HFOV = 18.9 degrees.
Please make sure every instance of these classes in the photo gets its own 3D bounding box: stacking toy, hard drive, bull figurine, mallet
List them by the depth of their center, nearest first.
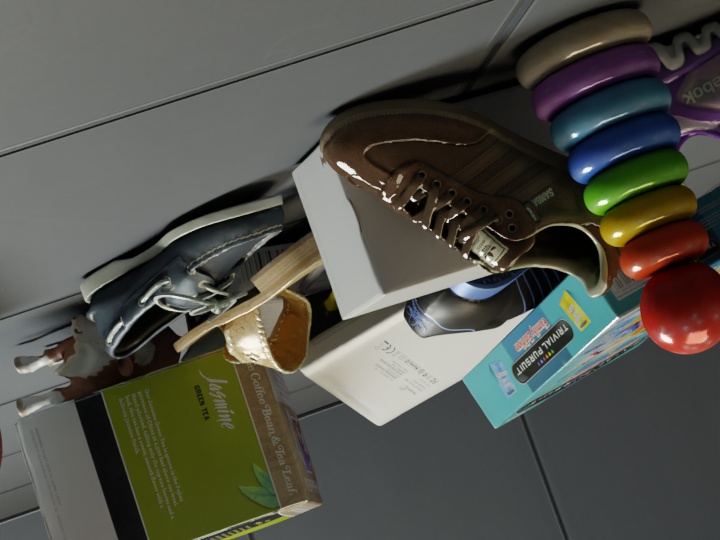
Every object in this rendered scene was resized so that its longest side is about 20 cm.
[{"bbox_3d":[0.164,-0.047,1.261,0.085,0.201,0.085,-21,172,-3],"label":"stacking toy"},{"bbox_3d":[0.000,0.000,1.562,0.066,0.041,0.200,-13,158,-26],"label":"mallet"},{"bbox_3d":[0.066,0.041,1.615,0.200,0.026,0.132,-31,146,14],"label":"hard drive"},{"bbox_3d":[-0.207,0.071,1.720,0.121,0.065,0.200,-17,172,12],"label":"bull figurine"}]

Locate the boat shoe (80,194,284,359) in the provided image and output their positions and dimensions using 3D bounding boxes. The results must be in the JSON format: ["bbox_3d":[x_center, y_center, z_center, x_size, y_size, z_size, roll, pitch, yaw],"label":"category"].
[{"bbox_3d":[-0.117,0.005,1.459,0.200,0.062,0.075,-26,168,38],"label":"boat shoe"}]

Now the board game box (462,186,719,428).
[{"bbox_3d":[0.177,0.026,1.515,0.151,0.047,0.200,-27,167,-31],"label":"board game box"}]

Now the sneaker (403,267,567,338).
[{"bbox_3d":[0.111,-0.007,1.493,0.199,0.070,0.078,-16,157,-41],"label":"sneaker"}]

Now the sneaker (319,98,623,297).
[{"bbox_3d":[0.072,-0.041,1.276,0.199,0.076,0.071,14,140,-19],"label":"sneaker"}]

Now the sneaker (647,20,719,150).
[{"bbox_3d":[0.252,-0.123,1.399,0.199,0.089,0.080,-23,171,15],"label":"sneaker"}]

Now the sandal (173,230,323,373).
[{"bbox_3d":[-0.062,0.040,1.530,0.078,0.070,0.212,-36,178,-37],"label":"sandal"}]

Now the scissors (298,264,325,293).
[{"bbox_3d":[-0.004,-0.030,1.539,0.073,0.014,0.200,-27,164,-16],"label":"scissors"}]

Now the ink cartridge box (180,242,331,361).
[{"bbox_3d":[-0.037,0.017,1.730,0.197,0.044,0.200,-9,166,-20],"label":"ink cartridge box"}]

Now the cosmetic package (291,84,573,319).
[{"bbox_3d":[0.071,-0.051,1.372,0.199,0.108,0.085,-16,173,-20],"label":"cosmetic package"}]

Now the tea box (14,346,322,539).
[{"bbox_3d":[-0.143,0.153,1.688,0.196,0.134,0.200,-18,173,-1],"label":"tea box"}]

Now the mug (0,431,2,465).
[{"bbox_3d":[-0.332,0.115,1.443,0.177,0.134,0.200,-20,170,-10],"label":"mug"}]

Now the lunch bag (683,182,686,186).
[{"bbox_3d":[0.174,-0.038,1.697,0.164,0.118,0.200,-29,171,5],"label":"lunch bag"}]
